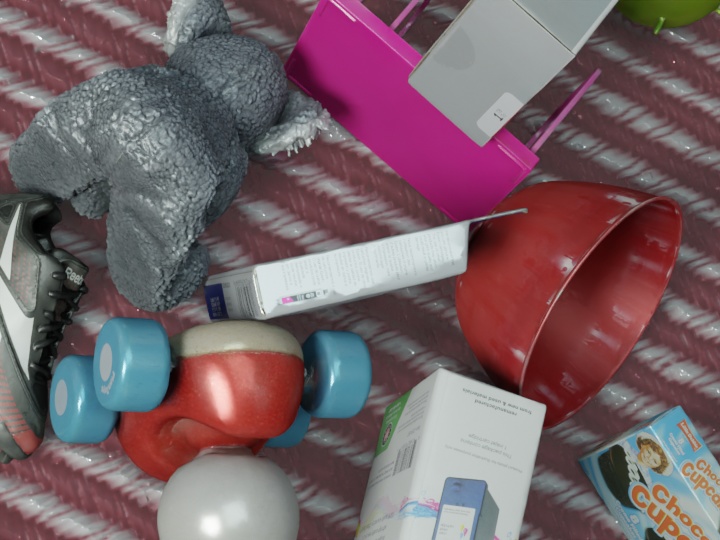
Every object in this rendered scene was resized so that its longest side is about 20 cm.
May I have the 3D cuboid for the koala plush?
[{"bbox_3d":[-0.124,-0.107,1.170,0.177,0.184,0.200,46,57,1],"label":"koala plush"}]

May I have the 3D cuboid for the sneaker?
[{"bbox_3d":[-0.239,0.033,1.131,0.097,0.071,0.202,-11,76,5],"label":"sneaker"}]

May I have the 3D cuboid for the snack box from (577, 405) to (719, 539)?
[{"bbox_3d":[0.255,0.207,1.196,0.037,0.116,0.201,-29,83,-28],"label":"snack box"}]

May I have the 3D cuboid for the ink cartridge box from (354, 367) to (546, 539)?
[{"bbox_3d":[0.051,0.189,1.133,0.087,0.145,0.201,20,70,-10],"label":"ink cartridge box"}]

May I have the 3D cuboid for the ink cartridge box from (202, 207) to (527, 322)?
[{"bbox_3d":[0.000,0.000,1.144,0.199,0.196,0.044,-11,90,-15],"label":"ink cartridge box"}]

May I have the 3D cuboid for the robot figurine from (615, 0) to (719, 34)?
[{"bbox_3d":[0.248,-0.295,1.339,0.175,0.116,0.201,-13,79,-20],"label":"robot figurine"}]

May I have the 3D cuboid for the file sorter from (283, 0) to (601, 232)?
[{"bbox_3d":[0.066,-0.159,1.243,0.200,0.139,0.126,41,66,-1],"label":"file sorter"}]

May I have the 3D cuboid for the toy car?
[{"bbox_3d":[-0.099,0.146,1.077,0.183,0.177,0.201,6,69,-29],"label":"toy car"}]

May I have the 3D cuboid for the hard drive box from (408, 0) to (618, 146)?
[{"bbox_3d":[0.139,-0.205,1.121,0.077,0.156,0.200,41,64,-3],"label":"hard drive box"}]

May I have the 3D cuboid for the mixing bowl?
[{"bbox_3d":[0.143,0.009,1.204,0.108,0.201,0.200,33,66,28],"label":"mixing bowl"}]
